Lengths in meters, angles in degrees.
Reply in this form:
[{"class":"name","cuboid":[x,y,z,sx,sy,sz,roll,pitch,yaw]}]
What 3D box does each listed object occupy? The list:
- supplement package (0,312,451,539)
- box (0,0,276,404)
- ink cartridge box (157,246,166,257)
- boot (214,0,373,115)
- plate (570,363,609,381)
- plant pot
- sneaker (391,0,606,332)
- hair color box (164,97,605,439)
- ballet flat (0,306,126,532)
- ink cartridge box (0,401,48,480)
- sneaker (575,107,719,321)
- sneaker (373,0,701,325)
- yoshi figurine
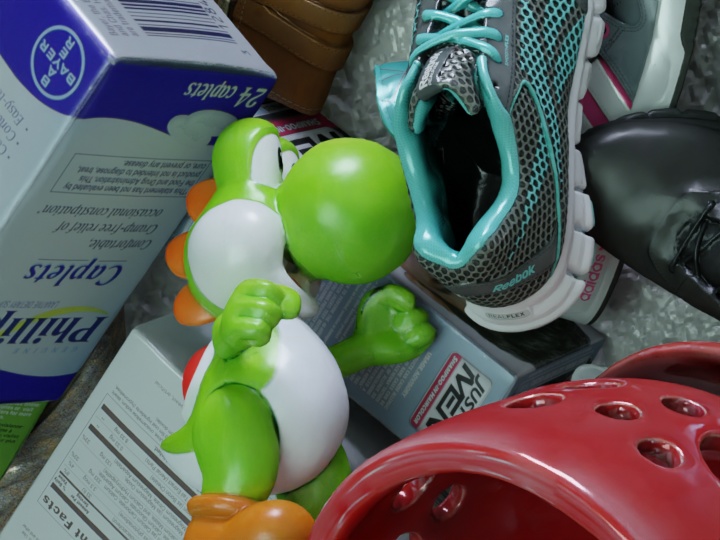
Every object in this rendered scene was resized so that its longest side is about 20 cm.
[{"class":"supplement package","cuboid":[-0.060,0.132,1.248,0.151,0.152,0.200,42,116,16]},{"class":"box","cuboid":[-0.168,-0.073,1.196,0.184,0.105,0.200,50,120,27]},{"class":"ink cartridge box","cuboid":[-0.146,-0.096,1.299,0.116,0.067,0.200,-11,95,30]},{"class":"boot","cuboid":[0.000,-0.137,1.208,0.200,0.074,0.155,33,115,35]},{"class":"plate","cuboid":[0.163,0.155,1.147,0.200,0.032,0.200,21,115,36]},{"class":"plant pot","cuboid":[0.103,0.134,1.047,0.200,0.182,0.200,13,111,37]},{"class":"sneaker","cuboid":[0.049,-0.079,1.073,0.078,0.091,0.200,-9,80,23]},{"class":"hair color box","cuboid":[0.000,0.000,1.219,0.200,0.099,0.061,39,115,16]},{"class":"ballet flat","cuboid":[-0.152,0.069,1.338,0.200,0.067,0.068,-45,42,34]},{"class":"ink cartridge box","cuboid":[-0.251,0.004,1.292,0.076,0.148,0.200,-56,48,24]},{"class":"sneaker","cuboid":[0.170,0.000,1.102,0.200,0.091,0.076,25,113,0]},{"class":"sneaker","cuboid":[0.068,-0.082,1.160,0.121,0.084,0.200,13,110,-6]},{"class":"yoshi figurine","cuboid":[-0.018,0.026,1.108,0.112,0.112,0.200,121,149,-64]}]
